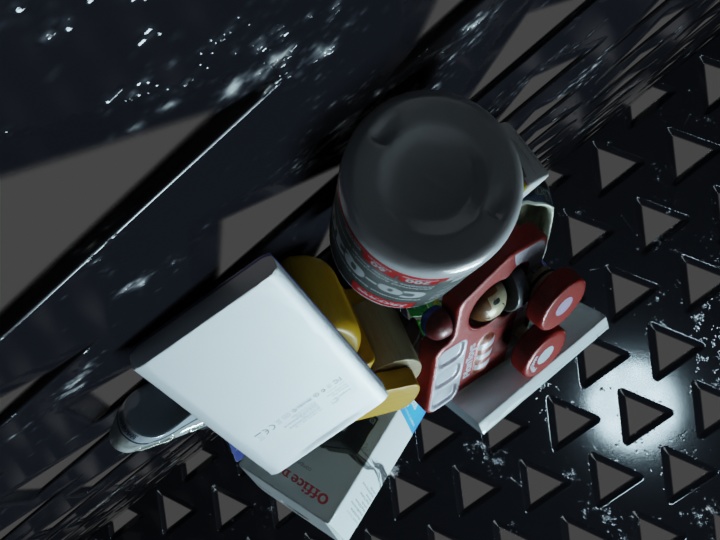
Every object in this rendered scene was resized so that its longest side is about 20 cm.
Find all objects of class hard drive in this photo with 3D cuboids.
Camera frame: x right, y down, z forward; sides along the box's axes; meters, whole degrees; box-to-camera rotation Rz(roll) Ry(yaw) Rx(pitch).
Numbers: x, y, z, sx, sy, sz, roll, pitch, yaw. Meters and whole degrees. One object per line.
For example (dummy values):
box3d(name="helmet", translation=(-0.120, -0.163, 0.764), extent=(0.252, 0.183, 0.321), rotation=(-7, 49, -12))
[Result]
box3d(name="hard drive", translation=(0.177, 0.096, 0.921), extent=(0.199, 0.027, 0.132), rotation=(-35, -148, -15))
box3d(name="hard drive", translation=(-0.074, 0.086, 0.637), extent=(0.131, 0.025, 0.201), rotation=(-34, 134, 3))

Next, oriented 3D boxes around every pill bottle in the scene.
box3d(name="pill bottle", translation=(0.034, -0.035, 0.548), extent=(0.113, 0.115, 0.200), rotation=(-36, 174, -10))

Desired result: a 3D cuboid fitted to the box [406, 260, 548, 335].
box3d(name="box", translation=(0.159, 0.024, 1.091), extent=(0.198, 0.049, 0.118), rotation=(-27, -143, 1))

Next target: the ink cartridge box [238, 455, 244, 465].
box3d(name="ink cartridge box", translation=(-0.106, 0.156, 1.063), extent=(0.200, 0.047, 0.198), rotation=(-48, 173, -30))

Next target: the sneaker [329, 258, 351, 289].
box3d(name="sneaker", translation=(0.000, 0.000, 0.943), extent=(0.098, 0.072, 0.200), rotation=(-14, -177, -15))

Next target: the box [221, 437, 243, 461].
box3d(name="box", translation=(-0.167, 0.199, 1.175), extent=(0.120, 0.032, 0.202), rotation=(-36, 144, -25))

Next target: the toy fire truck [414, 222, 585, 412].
box3d(name="toy fire truck", translation=(0.129, 0.051, 0.806), extent=(0.167, 0.112, 0.202), rotation=(-30, 146, -26))

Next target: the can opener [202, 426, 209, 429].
box3d(name="can opener", translation=(-0.146, 0.131, 1.005), extent=(0.199, 0.067, 0.053), rotation=(-35, 174, -34))

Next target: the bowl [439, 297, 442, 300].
box3d(name="bowl", translation=(0.153, -0.057, 1.081), extent=(0.198, 0.091, 0.203), rotation=(-16, -144, 12))

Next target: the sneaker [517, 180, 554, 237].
box3d(name="sneaker", translation=(0.182, -0.021, 0.947), extent=(0.090, 0.066, 0.203), rotation=(-105, -152, -61))

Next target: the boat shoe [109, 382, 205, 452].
box3d(name="boat shoe", translation=(-0.182, 0.142, 0.829), extent=(0.086, 0.075, 0.201), rotation=(-42, 171, 39))

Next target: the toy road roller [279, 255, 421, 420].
box3d(name="toy road roller", translation=(-0.028, 0.061, 0.735), extent=(0.197, 0.124, 0.147), rotation=(-6, 143, -28))

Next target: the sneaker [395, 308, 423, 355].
box3d(name="sneaker", translation=(-0.014, 0.096, 0.899), extent=(0.196, 0.117, 0.076), rotation=(-8, 151, -16))

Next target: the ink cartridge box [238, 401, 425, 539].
box3d(name="ink cartridge box", translation=(-0.030, 0.201, 0.950), extent=(0.201, 0.144, 0.084), rotation=(-55, 149, -21))

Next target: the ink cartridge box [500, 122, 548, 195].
box3d(name="ink cartridge box", translation=(0.104, -0.076, 0.826), extent=(0.145, 0.084, 0.199), rotation=(-41, 174, 28))
